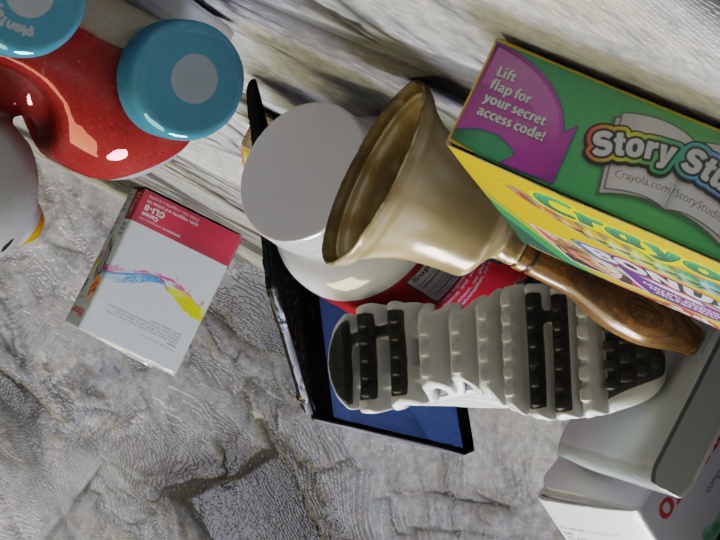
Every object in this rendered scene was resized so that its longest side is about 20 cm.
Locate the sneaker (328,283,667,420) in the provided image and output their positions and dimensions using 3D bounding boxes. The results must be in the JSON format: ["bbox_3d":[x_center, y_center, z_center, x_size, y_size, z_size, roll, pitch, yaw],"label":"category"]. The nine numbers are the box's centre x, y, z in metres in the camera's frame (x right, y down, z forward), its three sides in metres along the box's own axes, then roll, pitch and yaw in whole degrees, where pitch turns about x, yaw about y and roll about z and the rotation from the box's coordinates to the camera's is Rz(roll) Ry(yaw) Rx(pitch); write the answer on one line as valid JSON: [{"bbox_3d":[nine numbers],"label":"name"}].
[{"bbox_3d":[0.083,0.048,1.238,0.200,0.075,0.081,1,174,31],"label":"sneaker"}]

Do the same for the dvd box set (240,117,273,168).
[{"bbox_3d":[0.010,-0.050,1.576,0.200,0.029,0.146,25,176,0],"label":"dvd box set"}]

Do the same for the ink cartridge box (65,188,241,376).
[{"bbox_3d":[-0.268,0.014,2.842,0.144,0.200,0.145,26,175,-14],"label":"ink cartridge box"}]

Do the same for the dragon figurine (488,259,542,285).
[{"bbox_3d":[0.128,-0.004,1.263,0.099,0.059,0.200,22,173,42],"label":"dragon figurine"}]

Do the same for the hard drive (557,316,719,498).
[{"bbox_3d":[0.172,0.057,1.241,0.026,0.132,0.200,28,175,-7],"label":"hard drive"}]

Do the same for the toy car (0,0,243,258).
[{"bbox_3d":[-0.186,-0.059,1.140,0.177,0.200,0.184,27,175,-25],"label":"toy car"}]

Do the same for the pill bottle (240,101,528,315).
[{"bbox_3d":[0.021,-0.023,1.306,0.112,0.112,0.200,22,174,40],"label":"pill bottle"}]

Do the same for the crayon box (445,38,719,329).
[{"bbox_3d":[0.152,-0.017,0.970,0.200,0.058,0.173,24,175,19],"label":"crayon box"}]

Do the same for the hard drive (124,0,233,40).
[{"bbox_3d":[-0.172,-0.174,1.179,0.132,0.027,0.200,22,174,35],"label":"hard drive"}]

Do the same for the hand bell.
[{"bbox_3d":[0.091,-0.006,1.140,0.200,0.104,0.104,27,175,-14],"label":"hand bell"}]

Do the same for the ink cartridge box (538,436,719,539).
[{"bbox_3d":[0.219,0.160,1.394,0.084,0.145,0.200,4,136,48],"label":"ink cartridge box"}]

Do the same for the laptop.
[{"bbox_3d":[0.000,0.000,1.398,0.103,0.178,0.200,-11,138,2],"label":"laptop"}]
